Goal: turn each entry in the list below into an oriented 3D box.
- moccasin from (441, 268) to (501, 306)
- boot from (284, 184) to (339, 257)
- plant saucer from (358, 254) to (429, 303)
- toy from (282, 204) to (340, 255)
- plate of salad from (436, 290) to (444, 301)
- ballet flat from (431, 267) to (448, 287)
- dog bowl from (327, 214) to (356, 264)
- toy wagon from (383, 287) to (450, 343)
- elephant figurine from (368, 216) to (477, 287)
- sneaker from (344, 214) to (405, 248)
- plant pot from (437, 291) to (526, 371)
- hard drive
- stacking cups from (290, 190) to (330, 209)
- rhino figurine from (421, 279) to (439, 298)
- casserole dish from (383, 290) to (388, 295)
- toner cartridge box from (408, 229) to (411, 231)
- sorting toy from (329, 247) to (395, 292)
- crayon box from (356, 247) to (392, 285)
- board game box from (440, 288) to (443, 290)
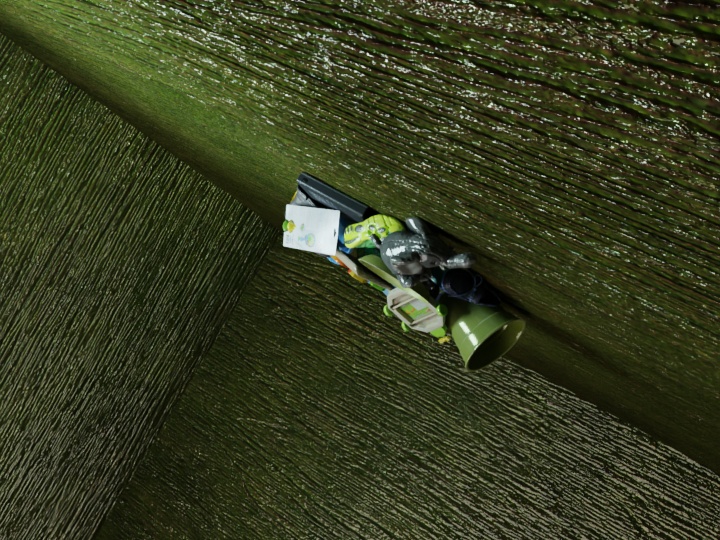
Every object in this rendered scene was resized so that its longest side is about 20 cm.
[{"bbox_3d":[0.281,0.041,1.624,0.200,0.081,0.068,15,-175,-43],"label":"moccasin"},{"bbox_3d":[-0.121,-0.135,1.814,0.200,0.070,0.132,43,140,3],"label":"boot"},{"bbox_3d":[0.087,0.015,1.585,0.200,0.031,0.200,32,177,2],"label":"plant saucer"},{"bbox_3d":[-0.123,-0.110,1.758,0.200,0.115,0.047,11,-172,37],"label":"toy"},{"bbox_3d":[0.305,0.113,1.913,0.200,0.048,0.200,11,-144,-8],"label":"plate of salad"},{"bbox_3d":[0.200,-0.006,1.747,0.200,0.067,0.064,29,-157,33],"label":"ballet flat"},{"bbox_3d":[-0.059,-0.101,1.874,0.111,0.050,0.200,44,147,13],"label":"dog bowl"},{"bbox_3d":[0.161,0.116,1.739,0.200,0.040,0.155,41,141,-17],"label":"toy wagon"},{"bbox_3d":[0.128,-0.046,1.396,0.200,0.155,0.142,142,112,-75],"label":"elephant figurine"},{"bbox_3d":[0.043,-0.094,1.597,0.083,0.074,0.200,-4,180,-39],"label":"sneaker"},{"bbox_3d":[0.305,0.135,1.771,0.190,0.200,0.200,51,-173,31],"label":"plant pot"},{"bbox_3d":[-0.055,-0.173,1.673,0.200,0.033,0.140,30,176,17],"label":"hard drive"},{"bbox_3d":[-0.103,-0.172,1.923,0.200,0.061,0.061,29,177,-16],"label":"stacking cups"},{"bbox_3d":[0.189,0.059,1.830,0.060,0.088,0.200,16,171,3],"label":"rhino figurine"},{"bbox_3d":[0.082,-0.010,1.962,0.200,0.121,0.039,55,139,8],"label":"casserole dish"},{"bbox_3d":[0.131,-0.028,1.625,0.043,0.095,0.200,30,175,18],"label":"toner cartridge box"},{"bbox_3d":[0.000,0.000,1.780,0.200,0.036,0.185,31,-173,-43],"label":"sorting toy"},{"bbox_3d":[0.051,-0.045,1.831,0.119,0.058,0.200,35,-166,-13],"label":"crayon box"},{"bbox_3d":[0.203,0.000,1.882,0.200,0.039,0.158,25,167,37],"label":"board game box"}]
